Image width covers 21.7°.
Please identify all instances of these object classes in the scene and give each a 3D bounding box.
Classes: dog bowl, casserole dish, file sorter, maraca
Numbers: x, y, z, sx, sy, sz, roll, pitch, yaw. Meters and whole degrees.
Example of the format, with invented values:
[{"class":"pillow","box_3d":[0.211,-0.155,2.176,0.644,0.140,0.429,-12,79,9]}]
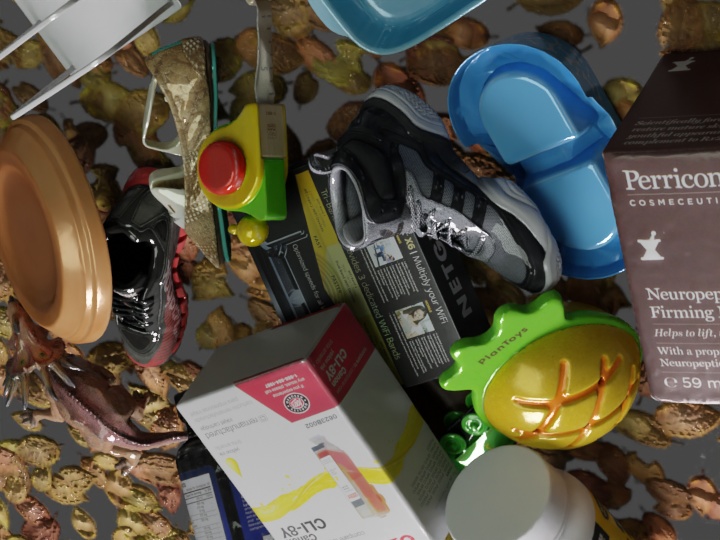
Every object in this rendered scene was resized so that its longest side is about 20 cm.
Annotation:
[{"class":"dog bowl","box_3d":[0.148,-0.090,1.406,0.111,0.050,0.200,-21,110,35]},{"class":"casserole dish","box_3d":[0.043,-0.239,1.370,0.200,0.039,0.121,-29,104,36]},{"class":"file sorter","box_3d":[-0.265,-0.238,1.472,0.139,0.125,0.200,-26,107,37]},{"class":"maraca","box_3d":[0.142,0.075,1.448,0.137,0.107,0.200,-42,142,15]}]

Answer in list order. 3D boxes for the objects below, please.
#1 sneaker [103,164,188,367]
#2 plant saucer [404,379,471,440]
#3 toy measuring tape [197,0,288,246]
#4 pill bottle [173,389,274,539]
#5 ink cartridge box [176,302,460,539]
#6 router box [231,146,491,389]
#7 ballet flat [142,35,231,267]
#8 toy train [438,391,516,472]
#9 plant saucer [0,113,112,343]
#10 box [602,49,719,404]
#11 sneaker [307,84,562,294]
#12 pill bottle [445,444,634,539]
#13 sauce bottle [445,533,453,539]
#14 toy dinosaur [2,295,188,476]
[{"class":"sneaker","box_3d":[-0.191,0.012,1.614,0.071,0.098,0.201,17,128,14]},{"class":"plant saucer","box_3d":[0.022,0.130,1.624,0.200,0.034,0.201,13,124,20]},{"class":"toy measuring tape","box_3d":[-0.095,-0.118,1.472,0.073,0.074,0.201,-3,90,28]},{"class":"pill bottle","box_3d":[-0.097,0.194,1.639,0.112,0.112,0.201,-19,83,35]},{"class":"ink cartridge box","box_3d":[-0.028,0.143,1.512,0.145,0.083,0.200,-21,113,35]},{"class":"router box","box_3d":[0.000,0.000,1.515,0.157,0.052,0.200,-18,99,35]},{"class":"ballet flat","box_3d":[-0.144,-0.095,1.536,0.065,0.071,0.201,-5,114,-4]},{"class":"toy train","box_3d":[0.062,0.172,1.583,0.056,0.042,0.200,33,126,-14]},{"class":"plant saucer","box_3d":[-0.269,-0.031,1.597,0.200,0.037,0.201,39,138,47]},{"class":"box","box_3d":[0.281,-0.033,1.300,0.166,0.164,0.200,-1,119,28]},{"class":"sneaker","box_3d":[0.050,-0.037,1.392,0.200,0.114,0.076,45,149,5]},{"class":"pill bottle","box_3d":[0.157,0.230,1.522,0.114,0.115,0.200,-11,141,32]},{"class":"sauce bottle","box_3d":[0.110,0.275,1.653,0.200,0.066,0.066,20,127,13]},{"class":"toy dinosaur","box_3d":[-0.245,0.117,1.675,0.200,0.086,0.136,30,167,9]}]
